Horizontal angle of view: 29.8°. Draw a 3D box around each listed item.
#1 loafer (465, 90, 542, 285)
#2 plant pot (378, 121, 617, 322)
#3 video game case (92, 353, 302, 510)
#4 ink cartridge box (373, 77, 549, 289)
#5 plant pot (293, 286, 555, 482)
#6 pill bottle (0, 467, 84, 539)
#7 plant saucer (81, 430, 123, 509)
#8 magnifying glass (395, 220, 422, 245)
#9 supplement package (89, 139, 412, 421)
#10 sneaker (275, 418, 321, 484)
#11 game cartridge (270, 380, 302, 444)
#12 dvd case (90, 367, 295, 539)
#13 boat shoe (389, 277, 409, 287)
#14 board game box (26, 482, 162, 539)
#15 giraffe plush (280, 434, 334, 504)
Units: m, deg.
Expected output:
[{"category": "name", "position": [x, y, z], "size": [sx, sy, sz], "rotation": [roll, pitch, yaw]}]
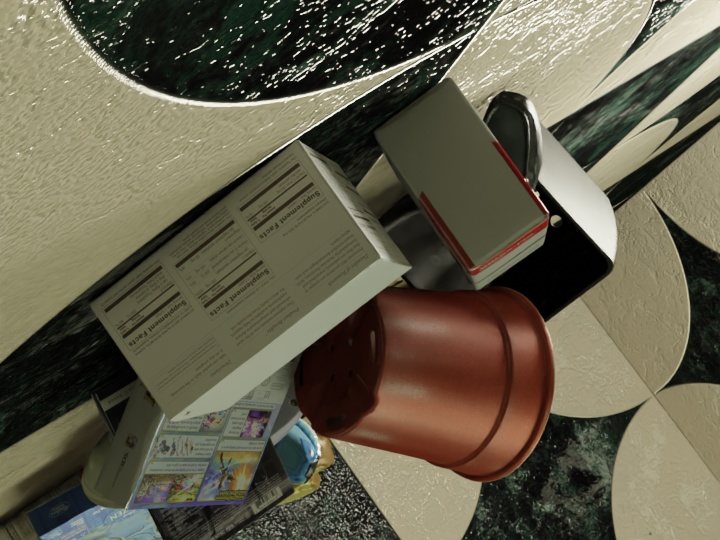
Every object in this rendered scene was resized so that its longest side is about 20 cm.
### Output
[{"category": "loafer", "position": [0.136, -0.076, 1.333], "size": [0.070, 0.068, 0.201], "rotation": [-48, 149, -54]}, {"category": "plant pot", "position": [0.165, -0.054, 1.481], "size": [0.199, 0.200, 0.177], "rotation": [-42, 180, 34]}, {"category": "video game case", "position": [-0.141, 0.126, 1.244], "size": [0.200, 0.045, 0.182], "rotation": [17, 95, -63]}, {"category": "ink cartridge box", "position": [0.092, -0.070, 1.192], "size": [0.084, 0.145, 0.200], "rotation": [-35, 172, 3]}, {"category": "plant pot", "position": [0.052, 0.101, 1.335], "size": [0.195, 0.201, 0.201], "rotation": [11, 142, -35]}, {"category": "pill bottle", "position": [-0.379, 0.337, 1.640], "size": [0.200, 0.114, 0.113], "rotation": [-34, 172, -15]}, {"category": "plant saucer", "position": [-0.217, 0.181, 1.479], "size": [0.199, 0.050, 0.200], "rotation": [-16, -157, 7]}, {"category": "magnifying glass", "position": [0.000, 0.000, 1.471], "size": [0.200, 0.080, 0.022], "rotation": [-37, 175, -41]}, {"category": "supplement package", "position": [-0.078, 0.011, 1.054], "size": [0.200, 0.111, 0.156], "rotation": [-37, 172, 7]}, {"category": "sneaker", "position": [-0.135, 0.189, 1.585], "size": [0.090, 0.200, 0.079], "rotation": [9, 108, -61]}, {"category": "game cartridge", "position": [-0.146, 0.143, 1.441], "size": [0.200, 0.133, 0.041], "rotation": [-28, 151, -43]}, {"category": "dvd case", "position": [-0.163, 0.173, 1.346], "size": [0.148, 0.201, 0.016], "rotation": [-31, -165, -31]}, {"category": "boat shoe", "position": [0.024, -0.004, 1.545], "size": [0.200, 0.071, 0.065], "rotation": [-37, 168, -16]}, {"category": "board game box", "position": [-0.263, 0.298, 1.570], "size": [0.199, 0.043, 0.199], "rotation": [-28, 142, -16]}, {"category": "giraffe plush", "position": [-0.149, 0.220, 1.741], "size": [0.172, 0.163, 0.200], "rotation": [3, 143, -41]}]
